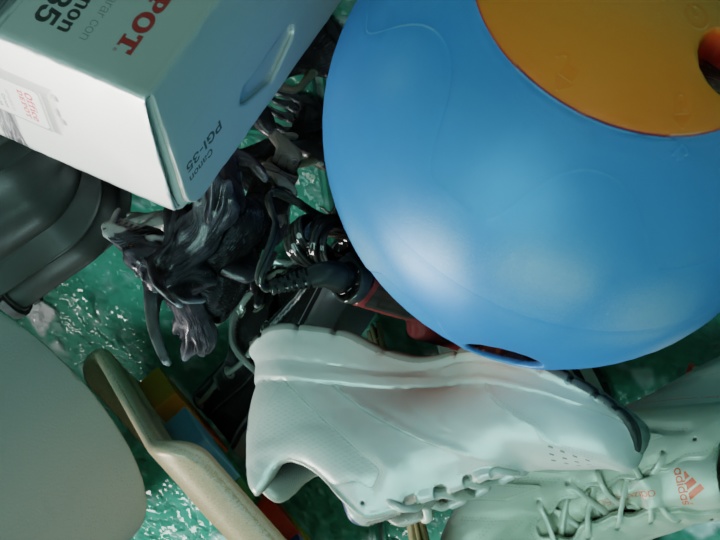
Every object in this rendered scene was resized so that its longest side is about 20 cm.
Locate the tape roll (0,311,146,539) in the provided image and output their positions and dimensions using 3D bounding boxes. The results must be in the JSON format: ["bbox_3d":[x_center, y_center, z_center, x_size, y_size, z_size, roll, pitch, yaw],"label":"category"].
[{"bbox_3d":[-0.240,0.126,1.267,0.202,0.139,0.203,28,144,22],"label":"tape roll"}]

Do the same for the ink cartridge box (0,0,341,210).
[{"bbox_3d":[-0.125,-0.134,0.952,0.199,0.147,0.083,24,153,20],"label":"ink cartridge box"}]

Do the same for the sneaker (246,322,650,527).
[{"bbox_3d":[0.036,0.078,1.021,0.199,0.088,0.074,4,165,29],"label":"sneaker"}]

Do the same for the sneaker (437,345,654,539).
[{"bbox_3d":[0.080,0.111,1.119,0.075,0.115,0.201,-13,113,36],"label":"sneaker"}]

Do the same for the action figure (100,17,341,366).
[{"bbox_3d":[-0.071,-0.040,1.037,0.102,0.200,0.119,19,130,15],"label":"action figure"}]

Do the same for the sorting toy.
[{"bbox_3d":[-0.063,0.126,1.197,0.185,0.036,0.200,50,172,-21],"label":"sorting toy"}]

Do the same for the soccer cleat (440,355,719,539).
[{"bbox_3d":[0.129,0.096,1.041,0.070,0.199,0.078,67,171,-29],"label":"soccer cleat"}]

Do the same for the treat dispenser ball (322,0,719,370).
[{"bbox_3d":[0.084,-0.060,0.933,0.200,0.201,0.202,15,129,19],"label":"treat dispenser ball"}]

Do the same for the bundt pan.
[{"bbox_3d":[-0.174,-0.083,1.082,0.075,0.202,0.203,-25,111,9],"label":"bundt pan"}]

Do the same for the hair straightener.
[{"bbox_3d":[0.000,0.000,1.022,0.077,0.200,0.041,42,107,25],"label":"hair straightener"}]

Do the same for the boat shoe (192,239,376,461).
[{"bbox_3d":[-0.040,0.029,1.161,0.068,0.074,0.200,40,149,6],"label":"boat shoe"}]

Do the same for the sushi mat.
[{"bbox_3d":[0.026,0.117,1.114,0.012,0.200,0.096,-14,123,1],"label":"sushi mat"}]
